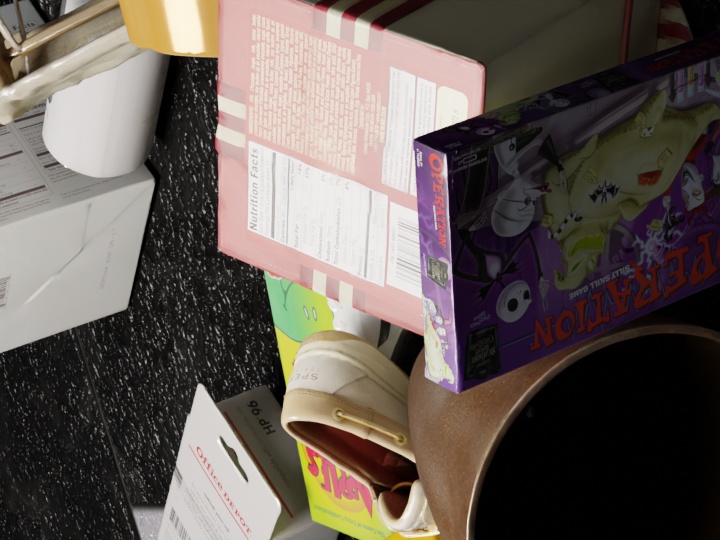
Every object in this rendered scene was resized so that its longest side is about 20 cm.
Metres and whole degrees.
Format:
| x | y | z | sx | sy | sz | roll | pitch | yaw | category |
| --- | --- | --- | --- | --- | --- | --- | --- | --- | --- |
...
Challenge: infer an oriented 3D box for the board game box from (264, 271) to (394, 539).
| x | y | z | sx | sy | sz | roll | pitch | yaw | category |
| --- | --- | --- | --- | --- | --- | --- | --- | --- | --- |
| -0.003 | 0.069 | 1.490 | 0.101 | 0.048 | 0.201 | 13 | 117 | 55 | board game box |

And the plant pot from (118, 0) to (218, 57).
| x | y | z | sx | sy | sz | roll | pitch | yaw | category |
| --- | --- | --- | --- | --- | --- | --- | --- | --- | --- |
| -0.066 | -0.214 | 1.258 | 0.200 | 0.200 | 0.184 | 21 | 117 | 53 | plant pot |

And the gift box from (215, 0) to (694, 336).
| x | y | z | sx | sy | sz | roll | pitch | yaw | category |
| --- | --- | --- | --- | --- | --- | --- | --- | --- | --- |
| 0.056 | -0.076 | 1.185 | 0.200 | 0.187 | 0.185 | 26 | 128 | 26 | gift box |

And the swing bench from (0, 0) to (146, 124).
| x | y | z | sx | sy | sz | roll | pitch | yaw | category |
| --- | --- | --- | --- | --- | --- | --- | --- | --- | --- |
| -0.171 | -0.214 | 1.436 | 0.199 | 0.130 | 0.200 | -24 | 87 | 18 | swing bench |

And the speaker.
| x | y | z | sx | sy | sz | roll | pitch | yaw | category |
| --- | --- | --- | --- | --- | --- | --- | --- | --- | --- |
| -0.165 | -0.158 | 1.595 | 0.081 | 0.081 | 0.200 | 52 | 146 | 29 | speaker |

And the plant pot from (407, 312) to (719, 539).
| x | y | z | sx | sy | sz | roll | pitch | yaw | category |
| --- | --- | --- | --- | --- | --- | --- | --- | --- | --- |
| 0.104 | 0.090 | 1.227 | 0.200 | 0.186 | 0.187 | -142 | 41 | -64 | plant pot |

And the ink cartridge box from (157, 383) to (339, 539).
| x | y | z | sx | sy | sz | roll | pitch | yaw | category |
| --- | --- | --- | --- | --- | --- | --- | --- | --- | --- |
| -0.074 | 0.165 | 1.633 | 0.116 | 0.068 | 0.200 | 54 | 149 | 26 | ink cartridge box |

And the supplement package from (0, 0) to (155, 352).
| x | y | z | sx | sy | sz | roll | pitch | yaw | category |
| --- | --- | --- | --- | --- | --- | --- | --- | --- | --- |
| -0.273 | -0.067 | 1.750 | 0.200 | 0.150 | 0.152 | 53 | 146 | 28 | supplement package |

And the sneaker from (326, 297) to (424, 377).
| x | y | z | sx | sy | sz | roll | pitch | yaw | category |
| --- | --- | --- | --- | --- | --- | --- | --- | --- | --- |
| 0.000 | 0.000 | 1.383 | 0.115 | 0.076 | 0.201 | 33 | 143 | 26 | sneaker |

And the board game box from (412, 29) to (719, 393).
| x | y | z | sx | sy | sz | roll | pitch | yaw | category |
| --- | --- | --- | --- | --- | --- | --- | --- | --- | --- |
| 0.111 | -0.031 | 1.095 | 0.032 | 0.200 | 0.120 | 30 | 132 | 44 | board game box |

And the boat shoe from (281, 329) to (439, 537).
| x | y | z | sx | sy | sz | roll | pitch | yaw | category |
| --- | --- | --- | --- | --- | --- | --- | --- | --- | --- |
| 0.032 | 0.118 | 1.351 | 0.200 | 0.069 | 0.074 | 38 | 146 | -16 | boat shoe |

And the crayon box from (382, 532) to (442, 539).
| x | y | z | sx | sy | sz | roll | pitch | yaw | category |
| --- | --- | --- | --- | --- | --- | --- | --- | --- | --- |
| 0.017 | 0.233 | 1.417 | 0.200 | 0.051 | 0.127 | -35 | 45 | 28 | crayon box |
